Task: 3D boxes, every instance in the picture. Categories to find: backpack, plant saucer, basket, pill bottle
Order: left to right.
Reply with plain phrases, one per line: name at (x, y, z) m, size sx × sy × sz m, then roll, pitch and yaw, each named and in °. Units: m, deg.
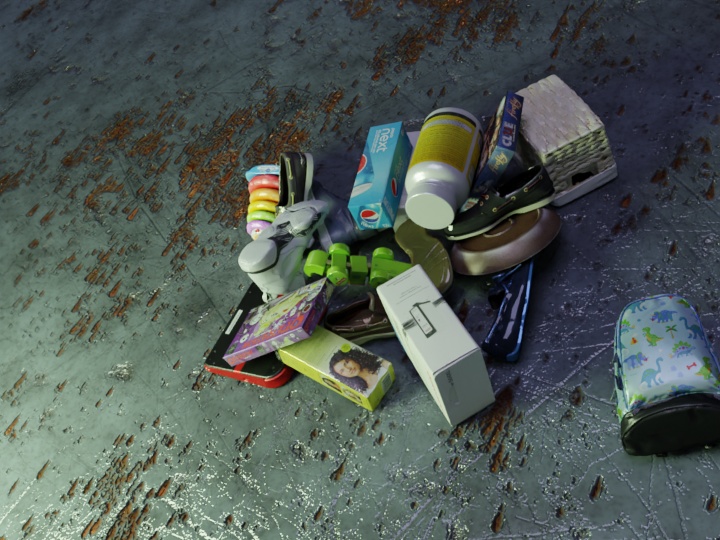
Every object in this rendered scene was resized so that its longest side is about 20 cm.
pill bottle at (0.139, -0.173, 1.506) m, size 0.111 × 0.113 × 0.202 m, roll 0°, pitch 50°, yaw 24°
plant saucer at (0.236, -0.061, 1.480) m, size 0.198 × 0.032 × 0.201 m, roll -24°, pitch 22°, yaw 10°
basket at (0.348, -0.236, 1.570) m, size 0.134 × 0.124 × 0.201 m, roll -26°, pitch 46°, yaw 0°
backpack at (0.422, 0.133, 1.219) m, size 0.161 × 0.155 × 0.201 m, roll -14°, pitch 34°, yaw 22°

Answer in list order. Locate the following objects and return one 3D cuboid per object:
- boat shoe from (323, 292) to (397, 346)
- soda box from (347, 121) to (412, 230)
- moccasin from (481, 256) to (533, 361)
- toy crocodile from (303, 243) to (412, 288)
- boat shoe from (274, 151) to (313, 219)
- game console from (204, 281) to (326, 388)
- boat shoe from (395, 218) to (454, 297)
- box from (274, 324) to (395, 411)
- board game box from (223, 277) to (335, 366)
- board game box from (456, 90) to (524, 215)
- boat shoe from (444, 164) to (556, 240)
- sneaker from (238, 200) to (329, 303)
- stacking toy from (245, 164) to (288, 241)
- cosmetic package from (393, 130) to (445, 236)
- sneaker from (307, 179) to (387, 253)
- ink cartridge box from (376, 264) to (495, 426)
boat shoe at (0.033, 0.071, 1.477) m, size 0.200 × 0.075 × 0.075 m, roll -23°, pitch 45°, yaw 4°
soda box at (0.038, -0.170, 1.579) m, size 0.067 × 0.064 × 0.202 m, roll -5°, pitch 50°, yaw 25°
moccasin at (0.234, 0.044, 1.403) m, size 0.067 × 0.081 × 0.202 m, roll 9°, pitch 53°, yaw 13°
toy crocodile at (0.000, 0.000, 1.541) m, size 0.197 × 0.062 × 0.068 m, roll 6°, pitch 52°, yaw -6°
boat shoe at (-0.132, -0.121, 1.657) m, size 0.060 × 0.204 × 0.072 m, roll 4°, pitch 4°, yaw -23°
game console at (-0.165, 0.110, 1.570) m, size 0.175 × 0.031 × 0.201 m, roll 7°, pitch 54°, yaw 33°
boat shoe at (0.122, -0.018, 1.512) m, size 0.072 × 0.066 × 0.201 m, roll -44°, pitch 37°, yaw 11°
box at (-0.044, 0.148, 1.441) m, size 0.198 × 0.050 × 0.076 m, roll 23°, pitch 62°, yaw 28°
board game box at (-0.136, 0.087, 1.471) m, size 0.199 × 0.032 × 0.121 m, roll -23°, pitch 33°, yaw 38°
board game box at (0.225, -0.195, 1.547) m, size 0.034 × 0.201 × 0.137 m, roll 19°, pitch 53°, yaw -5°
boat shoe at (0.227, -0.114, 1.485) m, size 0.199 × 0.064 × 0.074 m, roll -25°, pitch 24°, yaw 11°
sneaker at (-0.123, -0.033, 1.579) m, size 0.075 × 0.116 × 0.200 m, roll 22°, pitch 55°, yaw 43°
stacking toy at (-0.182, -0.094, 1.714) m, size 0.115 × 0.110 × 0.202 m, roll 3°, pitch 63°, yaw 23°
cosmetic package at (0.122, -0.164, 1.635) m, size 0.106 × 0.085 × 0.202 m, roll -1°, pitch 50°, yaw 22°
sneaker at (-0.023, -0.122, 1.667) m, size 0.145 × 0.077 × 0.204 m, roll -25°, pitch 46°, yaw 4°
ink cartridge box at (0.116, 0.114, 1.353) m, size 0.084 × 0.147 × 0.201 m, roll -28°, pitch 46°, yaw -5°
